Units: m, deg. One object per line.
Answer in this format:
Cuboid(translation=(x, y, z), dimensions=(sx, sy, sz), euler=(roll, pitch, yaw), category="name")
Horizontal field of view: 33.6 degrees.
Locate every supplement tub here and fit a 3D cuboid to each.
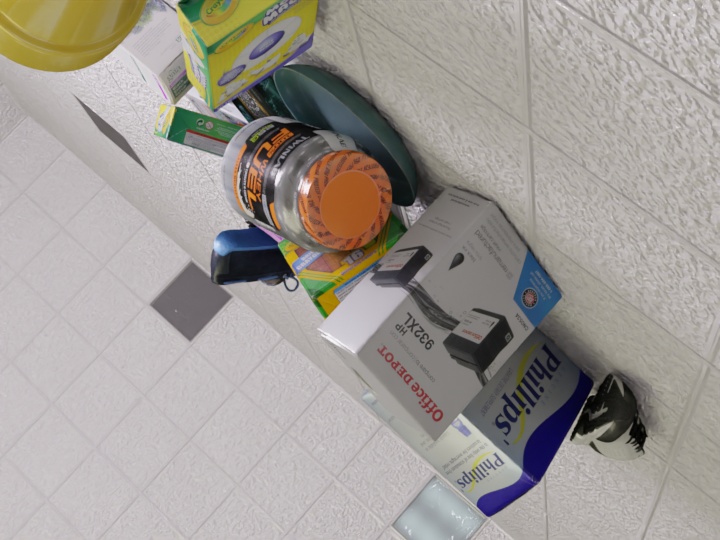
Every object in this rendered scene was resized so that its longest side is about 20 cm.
Cuboid(translation=(-0.056, -0.089, 1.237), dimensions=(0.123, 0.123, 0.200), euler=(49, 167, -30), category="supplement tub")

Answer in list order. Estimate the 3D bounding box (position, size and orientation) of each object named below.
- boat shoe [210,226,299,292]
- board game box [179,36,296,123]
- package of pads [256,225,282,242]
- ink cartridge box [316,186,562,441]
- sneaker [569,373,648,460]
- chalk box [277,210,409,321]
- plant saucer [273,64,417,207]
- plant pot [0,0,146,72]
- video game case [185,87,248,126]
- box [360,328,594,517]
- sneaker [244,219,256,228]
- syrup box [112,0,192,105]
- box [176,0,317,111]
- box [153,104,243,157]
Cuboid(translation=(-0.118, -0.016, 1.525), dimensions=(0.199, 0.069, 0.084), euler=(2, -153, -43), category="boat shoe")
Cuboid(translation=(-0.122, -0.205, 1.425), dimensions=(0.135, 0.028, 0.200), euler=(32, 165, 48), category="board game box")
Cuboid(translation=(-0.058, -0.065, 1.499), dimensions=(0.120, 0.076, 0.200), euler=(-4, -149, -46), category="package of pads")
Cuboid(translation=(0.080, 0.043, 1.175), dimensions=(0.145, 0.200, 0.084), euler=(49, 168, -32), category="ink cartridge box")
Cuboid(translation=(0.286, 0.167, 1.310), dimensions=(0.080, 0.074, 0.200), euler=(26, 171, 9), category="sneaker")
Cuboid(translation=(0.000, 0.000, 1.297), dimensions=(0.124, 0.124, 0.200), euler=(56, 177, -29), category="chalk box")
Cuboid(translation=(-0.010, -0.146, 1.248), dimensions=(0.200, 0.027, 0.200), euler=(42, 169, 10), category="plant saucer")
Cuboid(translation=(-0.296, -0.325, 1.211), dimensions=(0.201, 0.201, 0.189), euler=(46, 153, -15), category="plant pot")
Cuboid(translation=(-0.162, -0.187, 1.677), dimensions=(0.200, 0.018, 0.143), euler=(31, 164, 49), category="video game case")
Cuboid(translation=(0.135, 0.134, 1.339), dimensions=(0.200, 0.184, 0.105), euler=(43, 136, -1), category="box")
Cuboid(translation=(-0.131, -0.106, 1.648), dimensions=(0.090, 0.069, 0.201), euler=(-93, -7, -46), category="sneaker")
Cuboid(translation=(-0.282, -0.305, 1.489), dimensions=(0.200, 0.079, 0.082), euler=(40, 169, 16), category="syrup box")
Cuboid(translation=(-0.092, -0.211, 1.004), dimensions=(0.048, 0.117, 0.200), euler=(53, 171, 7), category="box")
Cuboid(translation=(-0.199, -0.175, 1.519), dimensions=(0.117, 0.049, 0.200), euler=(16, -174, -16), category="box")
